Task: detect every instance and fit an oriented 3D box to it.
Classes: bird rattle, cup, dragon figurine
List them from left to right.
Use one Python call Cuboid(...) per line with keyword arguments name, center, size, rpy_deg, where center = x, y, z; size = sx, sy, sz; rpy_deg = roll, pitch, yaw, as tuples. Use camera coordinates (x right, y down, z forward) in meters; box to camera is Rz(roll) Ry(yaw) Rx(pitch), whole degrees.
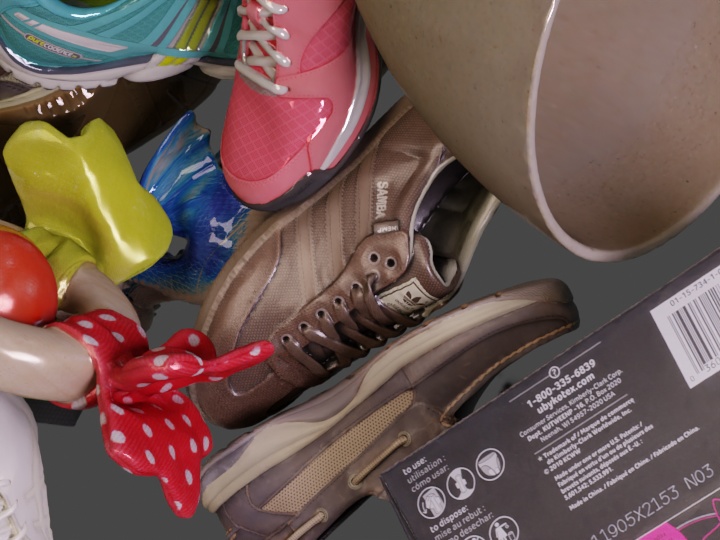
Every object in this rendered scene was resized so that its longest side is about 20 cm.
Cuboid(name="bird rattle", center=(-0.142, 0.025, 1.174), size=(0.113, 0.162, 0.200), rpy_deg=(-62, 33, 28))
Cuboid(name="dragon figurine", center=(-0.065, -0.037, 1.267), size=(0.099, 0.059, 0.201), rpy_deg=(32, 99, 29))
Cuboid(name="cup", center=(0.081, -0.123, 1.126), size=(0.143, 0.200, 0.201), rpy_deg=(27, 95, 35))

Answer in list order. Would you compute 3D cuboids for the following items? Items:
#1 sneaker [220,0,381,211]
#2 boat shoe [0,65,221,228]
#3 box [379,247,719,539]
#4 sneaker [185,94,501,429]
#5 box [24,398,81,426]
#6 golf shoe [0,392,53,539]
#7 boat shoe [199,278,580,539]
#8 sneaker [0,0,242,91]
Cuboid(name="sneaker", center=(-0.031, -0.126, 1.181), size=(0.074, 0.087, 0.201), rpy_deg=(30, 103, 43))
Cuboid(name="boat shoe", center=(-0.160, -0.072, 1.292), size=(0.199, 0.073, 0.065), rpy_deg=(-28, 41, -18))
Cuboid(name="box", center=(0.133, 0.091, 1.104), size=(0.200, 0.115, 0.133), rpy_deg=(-35, 66, 19))
Cuboid(name="sneaker", center=(0.000, 0.000, 1.201), size=(0.200, 0.070, 0.076), rpy_deg=(-51, 41, 5))
Cuboid(name="box", center=(-0.247, 0.001, 1.285), size=(0.200, 0.193, 0.048), rpy_deg=(35, 98, 30))
Cuboid(name="golf shoe", center=(-0.166, 0.123, 1.227), size=(0.075, 0.201, 0.092), rpy_deg=(-23, 52, -12))
Cuboid(name="boat shoe", center=(0.021, 0.072, 1.203), size=(0.199, 0.074, 0.074), rpy_deg=(-32, 86, 22))
Cuboid(name="sneaker", center=(-0.076, -0.132, 1.238), size=(0.199, 0.080, 0.078), rpy_deg=(-13, 63, -14))
